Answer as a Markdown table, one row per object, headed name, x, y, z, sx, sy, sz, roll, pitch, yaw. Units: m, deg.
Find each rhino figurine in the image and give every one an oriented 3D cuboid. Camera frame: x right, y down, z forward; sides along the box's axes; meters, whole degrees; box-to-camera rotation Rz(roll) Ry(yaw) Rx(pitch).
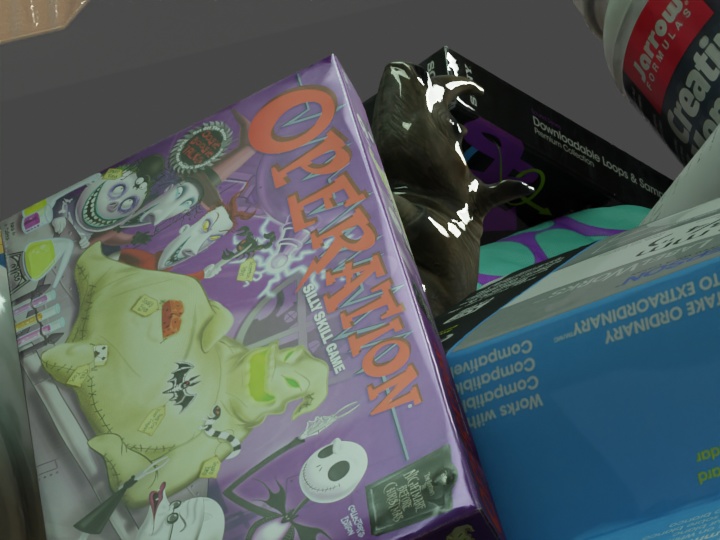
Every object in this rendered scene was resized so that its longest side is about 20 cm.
| name | x | y | z | sx | sy | sz | roll | pitch | yaw |
| --- | --- | --- | --- | --- | --- | --- | --- | --- | --- |
| rhino figurine | 0.000 | 0.000 | 0.893 | 0.060 | 0.087 | 0.200 | -29 | 21 | 44 |

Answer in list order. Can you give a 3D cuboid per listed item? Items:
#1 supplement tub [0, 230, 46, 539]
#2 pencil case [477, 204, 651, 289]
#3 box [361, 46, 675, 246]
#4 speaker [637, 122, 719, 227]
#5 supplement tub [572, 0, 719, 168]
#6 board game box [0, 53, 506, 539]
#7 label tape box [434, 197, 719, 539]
| name | x | y | z | sx | sy | sz | roll | pitch | yaw |
| --- | --- | --- | --- | --- | --- | --- | --- | --- | --- |
| supplement tub | -0.095 | 0.054 | 0.925 | 0.144 | 0.145 | 0.200 | -16 | 2 | 43 |
| pencil case | 0.064 | 0.032 | 1.052 | 0.092 | 0.085 | 0.200 | 24 | 27 | 32 |
| box | 0.054 | -0.011 | 1.167 | 0.143 | 0.036 | 0.200 | -32 | -41 | 32 |
| speaker | 0.148 | -0.020 | 0.943 | 0.081 | 0.081 | 0.200 | -18 | -16 | -17 |
| supplement tub | 0.192 | -0.087 | 1.169 | 0.140 | 0.200 | 0.141 | -25 | -32 | -17 |
| board game box | -0.036 | 0.030 | 0.771 | 0.120 | 0.032 | 0.200 | -23 | 41 | 5 |
| label tape box | 0.068 | 0.035 | 0.778 | 0.144 | 0.063 | 0.200 | -21 | 5 | 29 |
